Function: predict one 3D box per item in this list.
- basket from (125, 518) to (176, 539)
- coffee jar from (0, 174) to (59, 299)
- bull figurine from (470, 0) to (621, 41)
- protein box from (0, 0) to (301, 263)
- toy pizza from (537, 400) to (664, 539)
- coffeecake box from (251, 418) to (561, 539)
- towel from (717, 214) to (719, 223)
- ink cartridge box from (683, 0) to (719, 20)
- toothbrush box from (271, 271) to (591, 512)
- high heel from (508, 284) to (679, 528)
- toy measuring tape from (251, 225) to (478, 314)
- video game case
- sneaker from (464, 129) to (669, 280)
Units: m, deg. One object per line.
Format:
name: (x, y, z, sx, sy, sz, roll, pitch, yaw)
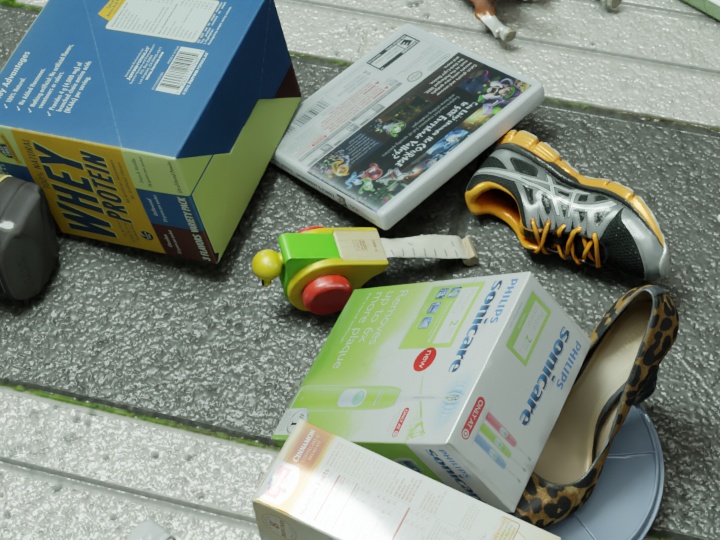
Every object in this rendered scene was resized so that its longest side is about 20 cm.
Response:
basket: (-0.125, 0.308, 0.969, 0.160, 0.201, 0.199, 28, 61, 19)
coffee jar: (-0.356, -0.044, 1.283, 0.197, 0.105, 0.086, 15, 55, 13)
bull figurine: (0.179, -0.295, 1.444, 0.198, 0.066, 0.122, -22, 54, -11)
protein box: (-0.187, -0.139, 1.302, 0.197, 0.136, 0.200, 11, 56, 21)
toy pizza: (0.132, 0.152, 1.161, 0.197, 0.032, 0.202, -2, 56, 3)
coffeecake box: (0.032, 0.207, 1.054, 0.198, 0.154, 0.073, 22, 59, 19)
towel: (0.420, -0.045, 1.279, 0.198, 0.030, 0.147, -30, 58, -16)
ink cartridge box: (0.402, -0.278, 1.399, 0.199, 0.048, 0.146, 36, 89, 26)
toothbrush box: (0.050, 0.089, 1.110, 0.199, 0.086, 0.147, -4, 48, 50)
high heel: (0.154, 0.099, 1.088, 0.071, 0.143, 0.200, 35, 65, 24)
toy measuring tape: (0.000, 0.000, 1.269, 0.197, 0.074, 0.074, -1, 52, -25)
video game case: (0.033, -0.132, 1.341, 0.199, 0.024, 0.181, -39, 45, -21)
sneaker: (0.172, -0.041, 1.268, 0.077, 0.079, 0.199, -40, 51, -22)
